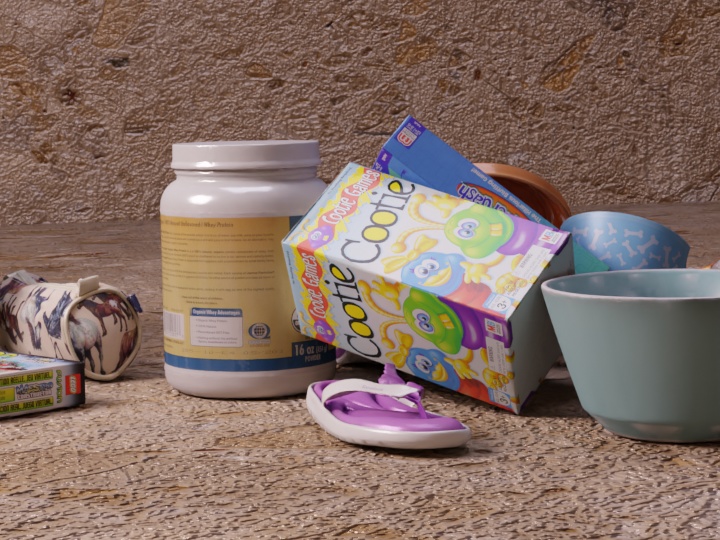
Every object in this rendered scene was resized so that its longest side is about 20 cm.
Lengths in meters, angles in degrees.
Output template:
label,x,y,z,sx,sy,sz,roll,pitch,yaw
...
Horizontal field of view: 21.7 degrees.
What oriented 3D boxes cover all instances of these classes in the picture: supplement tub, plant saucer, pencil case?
label,x,y,z,sx,sy,sz,roll,pitch,yaw
supplement tub,-0.092,-0.004,1.542,0.143,0.203,0.145,-1,6,0
plant saucer,0.118,-0.039,1.918,0.198,0.201,0.033,-1,49,-1
pencil case,-0.267,0.044,1.672,0.077,0.091,0.199,-5,6,-32

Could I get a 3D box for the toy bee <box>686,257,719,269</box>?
label,x,y,z,sx,sy,sz,roll,pitch,yaw
toy bee,0.329,0.020,1.671,0.198,0.110,0.131,5,-9,23

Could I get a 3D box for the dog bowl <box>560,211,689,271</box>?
label,x,y,z,sx,sy,sz,roll,pitch,yaw
dog bowl,0.234,0.021,1.546,0.111,0.050,0.200,-1,-30,38

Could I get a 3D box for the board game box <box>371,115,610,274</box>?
label,x,y,z,sx,sy,sz,roll,pitch,yaw
board game box,0.087,-0.015,1.514,0.199,0.045,0.152,37,-31,6

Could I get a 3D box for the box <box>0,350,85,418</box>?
label,x,y,z,sx,sy,sz,roll,pitch,yaw
box,-0.325,0.088,1.506,0.199,0.035,0.109,4,7,42

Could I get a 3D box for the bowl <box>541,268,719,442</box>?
label,x,y,z,sx,sy,sz,roll,pitch,yaw
bowl,0.226,0.059,1.324,0.198,0.106,0.201,0,6,0

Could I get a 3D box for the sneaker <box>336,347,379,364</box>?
label,x,y,z,sx,sy,sz,roll,pitch,yaw
sneaker,0.034,0.058,1.659,0.099,0.076,0.200,15,-1,-28

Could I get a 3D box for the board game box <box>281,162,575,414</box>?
label,x,y,z,sx,sy,sz,roll,pitch,yaw
board game box,0.054,0.011,1.436,0.198,0.106,0.103,19,51,28

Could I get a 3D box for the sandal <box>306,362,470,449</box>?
label,x,y,z,sx,sy,sz,roll,pitch,yaw
sandal,0.010,0.091,1.330,0.082,0.050,0.202,-4,6,-25
